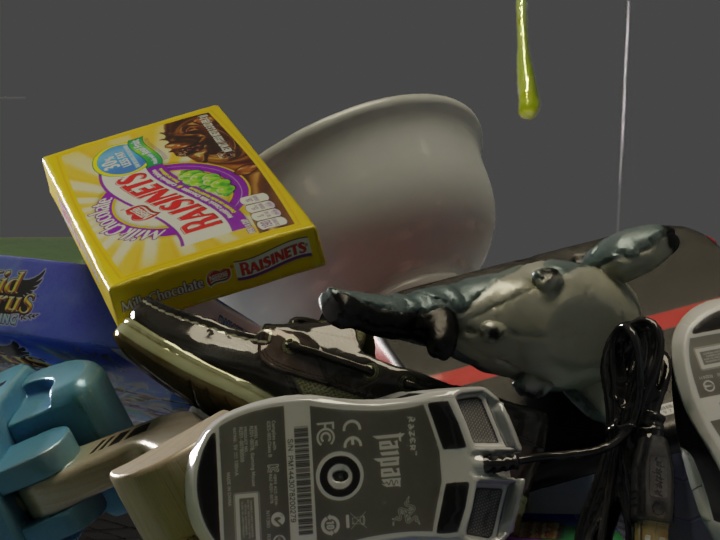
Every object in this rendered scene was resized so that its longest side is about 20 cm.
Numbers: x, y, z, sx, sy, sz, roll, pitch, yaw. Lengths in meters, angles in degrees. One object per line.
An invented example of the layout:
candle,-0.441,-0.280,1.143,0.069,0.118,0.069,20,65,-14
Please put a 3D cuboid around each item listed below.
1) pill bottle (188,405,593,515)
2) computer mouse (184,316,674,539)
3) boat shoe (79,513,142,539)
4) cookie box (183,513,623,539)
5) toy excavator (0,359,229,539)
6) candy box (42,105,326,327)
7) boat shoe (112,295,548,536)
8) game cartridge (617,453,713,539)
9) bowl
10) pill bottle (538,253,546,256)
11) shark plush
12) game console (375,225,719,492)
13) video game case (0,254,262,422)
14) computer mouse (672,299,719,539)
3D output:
pill bottle,0.012,0.121,1.076,0.199,0.110,0.110,3,6,4
computer mouse,0.028,0.080,0.890,0.199,0.110,0.044,-5,-12,11
boat shoe,-0.184,0.102,1.183,0.199,0.074,0.075,4,-21,9
cookie box,0.018,0.154,0.934,0.199,0.076,0.171,1,7,-2
toy excavator,-0.130,0.089,1.013,0.199,0.100,0.195,-25,13,14
candy box,-0.093,-0.031,1.090,0.102,0.027,0.200,-19,25,-10
boat shoe,-0.011,0.051,0.965,0.200,0.066,0.072,24,-12,17
game cartridge,0.110,0.108,1.142,0.038,0.130,0.200,-24,21,-33
bowl,0.000,0.000,1.224,0.200,0.091,0.201,-24,-25,-12
pill bottle,0.157,0.085,1.218,0.200,0.112,0.112,33,19,23
shark plush,0.058,0.032,0.959,0.083,0.091,0.200,9,16,43
game console,0.113,0.043,1.065,0.199,0.031,0.177,-15,32,-15
video game case,-0.132,0.043,1.168,0.199,0.046,0.181,6,-17,33
computer mouse,0.185,0.108,0.949,0.109,0.201,0.044,-8,-23,-19
